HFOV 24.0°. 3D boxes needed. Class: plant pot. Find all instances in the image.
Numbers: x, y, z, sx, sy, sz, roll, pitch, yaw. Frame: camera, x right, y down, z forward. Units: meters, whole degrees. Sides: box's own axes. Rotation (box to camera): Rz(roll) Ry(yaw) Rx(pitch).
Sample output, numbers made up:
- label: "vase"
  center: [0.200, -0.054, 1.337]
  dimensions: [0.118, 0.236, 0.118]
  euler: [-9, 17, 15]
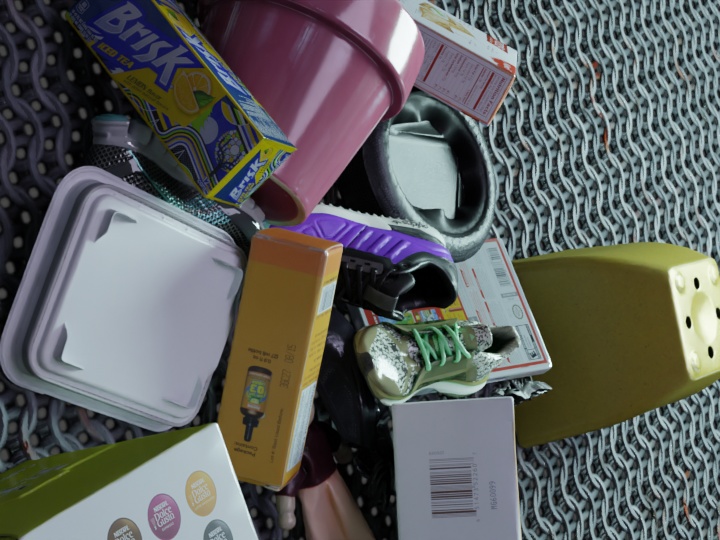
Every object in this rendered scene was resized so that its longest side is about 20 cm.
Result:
- label: "plant pot"
  center: [0.278, 0.063, 1.794]
  dimensions: [0.193, 0.199, 0.198]
  euler: [-10, 87, -53]
- label: "plant pot"
  center: [-0.067, -0.146, 1.429]
  dimensions: [0.200, 0.199, 0.180]
  euler: [40, 67, -39]

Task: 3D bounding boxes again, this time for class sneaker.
- label: "sneaker"
  center: [0.070, 0.065, 1.489]
  dimensions: [0.199, 0.088, 0.078]
  euler: [-3, 66, -53]
- label: "sneaker"
  center: [0.000, 0.000, 1.480]
  dimensions: [0.198, 0.070, 0.100]
  euler: [2, 36, -23]
- label: "sneaker"
  center: [-0.157, -0.044, 1.379]
  dimensions: [0.199, 0.077, 0.092]
  euler: [34, 71, -39]

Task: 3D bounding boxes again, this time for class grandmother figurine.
- label: "grandmother figurine"
  center: [-0.038, 0.177, 1.467]
  dimensions: [0.202, 0.060, 0.121]
  euler: [69, 23, -15]

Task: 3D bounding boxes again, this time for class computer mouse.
- label: "computer mouse"
  center: [-0.009, 0.102, 1.492]
  dimensions: [0.201, 0.052, 0.139]
  euler: [63, 2, -8]

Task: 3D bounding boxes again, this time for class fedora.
- label: "fedora"
  center: [0.043, -0.092, 1.618]
  dimensions: [0.200, 0.091, 0.203]
  euler: [19, 66, -49]

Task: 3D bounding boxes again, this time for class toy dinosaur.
- label: "toy dinosaur"
  center: [0.106, 0.082, 1.677]
  dimensions: [0.199, 0.102, 0.137]
  euler: [-16, 77, -35]

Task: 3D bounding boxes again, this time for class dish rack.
- label: "dish rack"
  center: [-0.170, 0.029, 1.304]
  dimensions: [0.199, 0.043, 0.173]
  euler: [27, 80, -47]

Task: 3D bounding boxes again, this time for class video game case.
- label: "video game case"
  center: [0.079, 0.043, 1.608]
  dimensions: [0.198, 0.017, 0.144]
  euler: [-6, 67, -35]

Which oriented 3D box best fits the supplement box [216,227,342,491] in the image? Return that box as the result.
- label: "supplement box"
  center: [-0.068, 0.071, 1.380]
  dimensions: [0.069, 0.066, 0.202]
  euler: [-20, 123, -78]

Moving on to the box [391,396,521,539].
- label: "box"
  center: [0.086, 0.197, 1.502]
  dimensions: [0.200, 0.105, 0.154]
  euler: [67, 20, -81]

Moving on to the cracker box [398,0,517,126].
- label: "cracker box"
  center: [0.047, -0.216, 1.565]
  dimensions: [0.199, 0.058, 0.134]
  euler: [29, 17, -3]

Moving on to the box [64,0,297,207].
- label: "box"
  center: [-0.142, -0.147, 1.327]
  dimensions: [0.201, 0.070, 0.064]
  euler: [51, 13, 19]

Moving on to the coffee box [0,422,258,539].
- label: "coffee box"
  center: [-0.193, 0.237, 1.129]
  dimensions: [0.199, 0.199, 0.200]
  euler: [-27, 101, -52]
